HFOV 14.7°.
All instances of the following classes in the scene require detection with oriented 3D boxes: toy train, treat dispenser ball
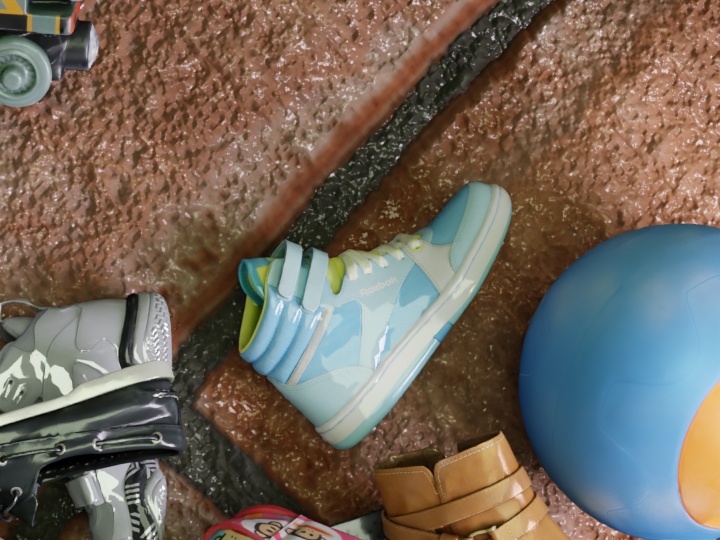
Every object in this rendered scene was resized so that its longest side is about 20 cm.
[{"bbox_3d":[-0.259,-0.168,1.706,0.199,0.085,0.114,5,118,1],"label":"toy train"},{"bbox_3d":[0.199,0.071,1.760,0.200,0.201,0.202,1,86,-12],"label":"treat dispenser ball"}]

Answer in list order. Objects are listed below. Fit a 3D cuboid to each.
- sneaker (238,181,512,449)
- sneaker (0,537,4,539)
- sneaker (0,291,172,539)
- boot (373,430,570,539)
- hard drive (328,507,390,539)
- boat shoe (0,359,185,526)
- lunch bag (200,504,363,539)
[{"bbox_3d":[0.000,0.000,1.783,0.130,0.080,0.200,37,79,-9],"label":"sneaker"},{"bbox_3d":[-0.199,0.238,1.709,0.070,0.108,0.200,-43,94,-13],"label":"sneaker"},{"bbox_3d":[-0.180,0.110,1.741,0.115,0.075,0.201,4,81,-11],"label":"sneaker"},{"bbox_3d":[0.110,0.170,1.726,0.200,0.077,0.156,-12,98,24],"label":"boot"},{"bbox_3d":[0.011,0.257,1.787,0.135,0.042,0.201,-17,90,-13],"label":"hard drive"},{"bbox_3d":[-0.196,0.118,1.664,0.199,0.075,0.066,-20,79,-13],"label":"boat shoe"},{"bbox_3d":[-0.023,0.253,1.702,0.200,0.082,0.177,21,102,14],"label":"lunch bag"}]
